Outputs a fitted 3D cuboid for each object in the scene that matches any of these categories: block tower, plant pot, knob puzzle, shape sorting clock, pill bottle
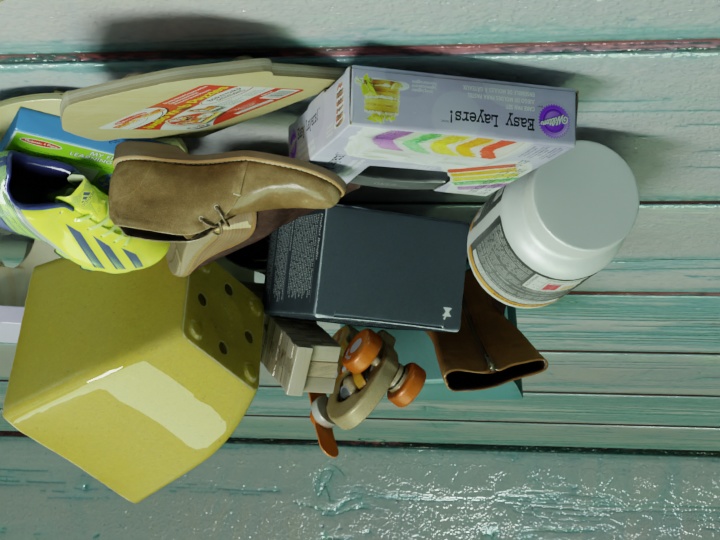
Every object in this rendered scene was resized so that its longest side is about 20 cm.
[{"bbox_3d":[-0.080,0.070,1.540,0.057,0.055,0.200,5,-163,-23],"label":"block tower"},{"bbox_3d":[-0.208,0.081,1.465,0.199,0.196,0.195,-25,133,28],"label":"plant pot"},{"bbox_3d":[-0.138,-0.135,1.088,0.217,0.031,0.220,-10,176,-1],"label":"knob puzzle"},{"bbox_3d":[-0.246,-0.098,1.262,0.197,0.040,0.200,2,157,1],"label":"shape sorting clock"},{"bbox_3d":[0.080,0.077,1.698,0.198,0.143,0.141,-5,165,10],"label":"plant pot"},{"bbox_3d":[0.169,-0.040,1.288,0.115,0.118,0.200,5,167,-9],"label":"pill bottle"}]

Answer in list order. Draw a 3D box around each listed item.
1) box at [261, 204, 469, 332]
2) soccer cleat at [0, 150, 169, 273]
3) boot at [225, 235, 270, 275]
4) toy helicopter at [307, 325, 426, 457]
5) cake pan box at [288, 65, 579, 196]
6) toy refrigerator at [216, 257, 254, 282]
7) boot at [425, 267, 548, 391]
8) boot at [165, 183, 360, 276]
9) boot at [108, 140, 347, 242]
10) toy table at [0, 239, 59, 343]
[{"bbox_3d":[0.000,0.000,1.442,0.147,0.108,0.200,7,177,-19],"label":"box"},{"bbox_3d":[-0.238,-0.049,1.246,0.199,0.065,0.083,20,144,-38],"label":"soccer cleat"},{"bbox_3d":[-0.038,0.001,1.589,0.198,0.070,0.173,1,169,39],"label":"boot"},{"bbox_3d":[-0.012,0.114,1.552,0.079,0.133,0.200,36,-172,-17],"label":"toy helicopter"},{"bbox_3d":[0.050,-0.106,1.154,0.182,0.053,0.200,6,170,-17],"label":"cake pan box"},{"bbox_3d":[-0.216,-0.009,1.607,0.199,0.071,0.076,14,156,-40],"label":"toy refrigerator"},{"bbox_3d":[0.147,0.042,1.486,0.186,0.069,0.200,-8,-155,-12],"label":"boot"},{"bbox_3d":[-0.097,-0.052,1.346,0.165,0.073,0.200,-16,180,-19],"label":"boot"},{"bbox_3d":[-0.109,-0.055,1.178,0.198,0.076,0.074,3,159,13],"label":"boot"},{"bbox_3d":[-0.394,0.014,1.633,0.198,0.119,0.184,1,167,11],"label":"toy table"}]
